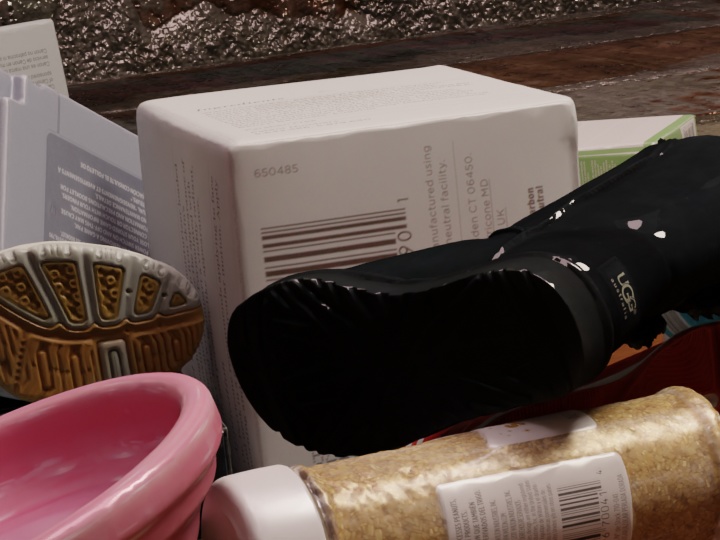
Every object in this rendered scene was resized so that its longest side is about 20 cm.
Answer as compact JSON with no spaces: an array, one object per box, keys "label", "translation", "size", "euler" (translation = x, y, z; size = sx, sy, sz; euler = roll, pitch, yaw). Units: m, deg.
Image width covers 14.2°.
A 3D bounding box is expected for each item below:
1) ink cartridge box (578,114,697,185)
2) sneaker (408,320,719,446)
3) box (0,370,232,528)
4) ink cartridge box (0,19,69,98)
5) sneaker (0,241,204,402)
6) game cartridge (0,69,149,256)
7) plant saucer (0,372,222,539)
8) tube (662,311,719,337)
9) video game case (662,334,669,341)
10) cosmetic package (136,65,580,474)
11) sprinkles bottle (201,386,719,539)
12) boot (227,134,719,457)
[{"label":"ink cartridge box","translation":[0.130,-0.077,2.053],"size":[0.199,0.048,0.145],"euler":[-3,10,18]},{"label":"sneaker","translation":[0.102,0.057,1.231],"size":[0.199,0.079,0.115],"euler":[-10,12,-26]},{"label":"box","translation":[-0.165,0.090,1.288],"size":[0.199,0.046,0.159],"euler":[-8,10,-10]},{"label":"ink cartridge box","translation":[-0.210,-0.014,1.454],"size":[0.083,0.201,0.145],"euler":[-7,7,41]},{"label":"sneaker","translation":[-0.170,0.023,1.317],"size":[0.199,0.076,0.088],"euler":[-6,9,-2]},{"label":"game cartridge","translation":[-0.130,-0.007,1.444],"size":[0.040,0.134,0.200],"euler":[-16,-25,28]},{"label":"plant saucer","translation":[-0.136,0.105,1.049],"size":[0.200,0.051,0.201],"euler":[-23,14,6]},{"label":"tube","translation":[0.172,0.007,1.301],"size":[0.077,0.051,0.200],"euler":[31,-5,-3]},{"label":"video game case","translation":[0.259,0.036,1.406],"size":[0.181,0.022,0.200],"euler":[-7,10,-8]},{"label":"cosmetic package","translation":[0.000,0.000,1.355],"size":[0.164,0.166,0.200],"euler":[-8,11,-15]},{"label":"sprinkles bottle","translation":[0.043,0.093,1.084],"size":[0.199,0.069,0.068],"euler":[-10,11,-22]},{"label":"boot","translation":[0.066,0.008,1.175],"size":[0.199,0.077,0.168],"euler":[-12,10,44]}]
